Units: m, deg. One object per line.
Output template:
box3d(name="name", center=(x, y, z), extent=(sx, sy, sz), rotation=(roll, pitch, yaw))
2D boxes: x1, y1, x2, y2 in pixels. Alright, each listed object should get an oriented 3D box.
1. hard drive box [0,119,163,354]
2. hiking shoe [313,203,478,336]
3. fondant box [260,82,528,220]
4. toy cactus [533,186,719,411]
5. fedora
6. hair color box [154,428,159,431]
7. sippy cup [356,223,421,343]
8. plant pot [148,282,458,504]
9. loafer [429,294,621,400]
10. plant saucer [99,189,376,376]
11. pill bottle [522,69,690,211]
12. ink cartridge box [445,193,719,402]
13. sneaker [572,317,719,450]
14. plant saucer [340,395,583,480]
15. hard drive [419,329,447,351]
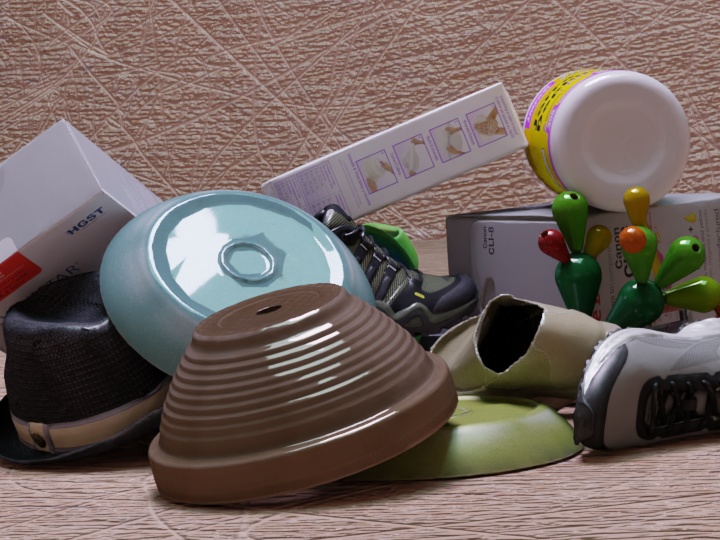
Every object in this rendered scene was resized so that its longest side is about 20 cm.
box3d(name="hard drive box", center=(-0.226, -0.008, 1.731), extent=(0.156, 0.077, 0.200), rotation=(-35, -29, 8))
box3d(name="hiking shoe", center=(0.000, 0.000, 1.710), extent=(0.200, 0.101, 0.076), rotation=(-2, 3, -26))
box3d(name="fondant box", center=(0.024, -0.083, 1.810), extent=(0.200, 0.058, 0.144), rotation=(-24, 3, -4))
box3d(name="toy cactus", center=(0.187, 0.042, 1.630), extent=(0.165, 0.200, 0.102), rotation=(-44, 1, 14))
box3d(name="fedora", center=(-0.198, 0.057, 1.633), extent=(0.200, 0.092, 0.201), rotation=(-20, 21, 8))
box3d(name="hair color box", center=(-0.063, 0.087, 1.686), extent=(0.109, 0.065, 0.200), rotation=(-8, 4, -42))
box3d(name="sippy cup", center=(-0.038, 0.033, 1.911), extent=(0.178, 0.140, 0.130), rotation=(-4, 0, -41))
box3d(name="plant pot", center=(-0.045, 0.067, 1.438), extent=(0.200, 0.093, 0.201), rotation=(-15, 13, 4))
box3d(name="loafer", center=(0.102, 0.051, 1.582), extent=(0.068, 0.076, 0.200), rotation=(34, -24, -25))
box3d(name="plant saucer", center=(-0.082, 0.005, 1.600), extent=(0.200, 0.036, 0.200), rotation=(9, 43, -9))
box3d(name="pill bottle", center=(0.182, -0.102, 1.745), extent=(0.104, 0.104, 0.200), rotation=(-5, 5, -5))
box3d(name="ink cartridge box", center=(0.187, 0.019, 1.797), extent=(0.200, 0.146, 0.145), rotation=(-8, 7, -39))
box3d(name="sneaker", center=(0.214, 0.077, 1.499), extent=(0.200, 0.074, 0.079), rotation=(-13, 25, -42))
box3d(name="plant saucer", center=(0.047, 0.108, 1.510), extent=(0.200, 0.031, 0.200), rotation=(-5, 5, 0))
box3d(name="hard drive", center=(0.103, 0.064, 1.971), extent=(0.200, 0.042, 0.135), rotation=(-3, 4, 25))
